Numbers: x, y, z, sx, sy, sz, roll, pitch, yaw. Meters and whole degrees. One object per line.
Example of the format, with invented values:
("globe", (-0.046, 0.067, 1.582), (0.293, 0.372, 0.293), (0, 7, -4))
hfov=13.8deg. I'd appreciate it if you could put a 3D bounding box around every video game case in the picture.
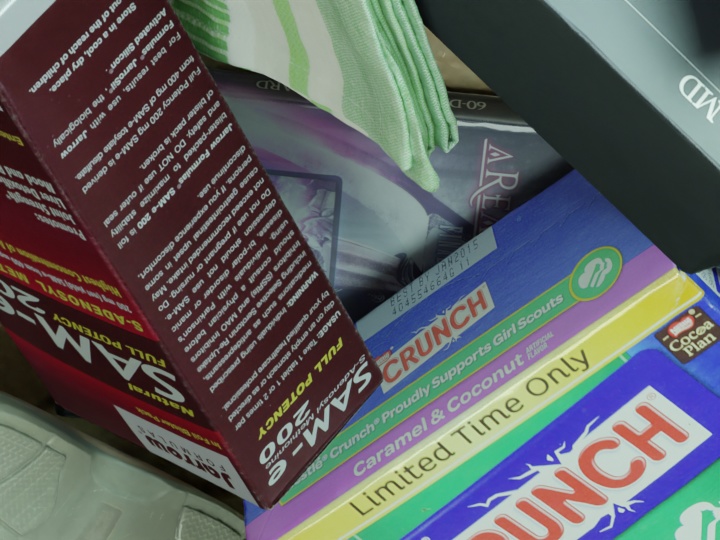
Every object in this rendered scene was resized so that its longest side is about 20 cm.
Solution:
("video game case", (0.000, 0.000, 0.974), (0.199, 0.019, 0.143), (6, 130, 1))

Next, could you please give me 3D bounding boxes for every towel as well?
("towel", (-0.067, -0.106, 0.789), (0.200, 0.023, 0.153), (31, 160, 30))

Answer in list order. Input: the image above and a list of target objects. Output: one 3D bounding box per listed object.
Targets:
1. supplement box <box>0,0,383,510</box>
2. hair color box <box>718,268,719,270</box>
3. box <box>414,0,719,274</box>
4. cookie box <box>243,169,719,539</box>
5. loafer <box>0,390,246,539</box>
("supplement box", (-0.081, -0.027, 0.860), (0.109, 0.061, 0.200), (22, 153, 42))
("hair color box", (0.127, -0.053, 0.859), (0.200, 0.100, 0.060), (39, 164, -24))
("box", (0.067, -0.119, 0.754), (0.200, 0.141, 0.079), (42, 167, -10))
("cookie box", (0.086, 0.075, 0.968), (0.171, 0.075, 0.200), (-35, 126, 20))
("loafer", (-0.091, 0.088, 1.035), (0.072, 0.063, 0.200), (-49, 127, 3))
